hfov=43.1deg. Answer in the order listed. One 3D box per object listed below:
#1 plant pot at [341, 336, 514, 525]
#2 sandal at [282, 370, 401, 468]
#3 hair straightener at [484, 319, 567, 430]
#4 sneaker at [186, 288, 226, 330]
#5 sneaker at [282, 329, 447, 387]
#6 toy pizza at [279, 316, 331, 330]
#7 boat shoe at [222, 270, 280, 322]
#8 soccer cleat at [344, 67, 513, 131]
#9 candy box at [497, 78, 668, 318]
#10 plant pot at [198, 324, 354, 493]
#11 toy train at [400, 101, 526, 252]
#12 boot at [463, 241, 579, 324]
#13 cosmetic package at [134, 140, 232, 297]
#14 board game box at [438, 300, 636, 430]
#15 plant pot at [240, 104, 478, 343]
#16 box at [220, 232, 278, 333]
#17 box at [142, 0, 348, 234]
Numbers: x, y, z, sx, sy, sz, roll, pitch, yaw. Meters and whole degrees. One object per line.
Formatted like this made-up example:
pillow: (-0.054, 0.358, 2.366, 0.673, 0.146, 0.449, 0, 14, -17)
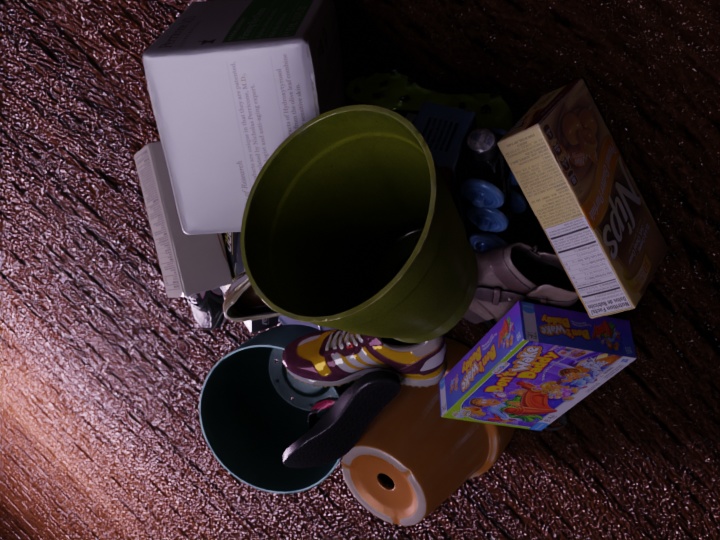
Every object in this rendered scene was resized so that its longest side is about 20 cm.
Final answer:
plant pot: (0.074, 0.217, 1.171, 0.197, 0.183, 0.203, 20, 132, 24)
sandal: (-0.024, 0.170, 1.074, 0.200, 0.074, 0.046, -48, 46, 30)
hair straightener: (0.196, 0.116, 1.115, 0.076, 0.041, 0.202, -15, 115, 43)
sneaker: (-0.252, 0.009, 1.344, 0.079, 0.086, 0.203, 15, 129, 31)
sneaker: (0.001, 0.081, 1.050, 0.196, 0.076, 0.091, -2, 136, 9)
toy pizza: (-0.066, 0.018, 1.246, 0.198, 0.032, 0.203, 22, 133, 25)
boat shoe: (-0.066, 0.014, 1.029, 0.197, 0.069, 0.076, -24, 106, 21)
soccer cleat: (0.070, -0.163, 0.983, 0.197, 0.068, 0.082, 18, 142, 26)
candy box: (0.221, -0.071, 0.892, 0.055, 0.115, 0.202, -19, 108, 45)
plant pot: (-0.091, 0.164, 1.209, 0.197, 0.161, 0.205, 5, 108, 14)
toy train: (0.109, -0.087, 0.948, 0.113, 0.088, 0.201, 18, 159, 20)
boot: (0.194, 0.036, 0.970, 0.197, 0.071, 0.146, 18, 153, -17)
cosmetic package: (-0.239, -0.070, 1.220, 0.103, 0.072, 0.204, -3, 101, 65)
board game box: (0.185, 0.110, 0.992, 0.132, 0.045, 0.201, 10, 146, -17)
plant pot: (0.020, -0.020, 0.869, 0.197, 0.204, 0.193, 9, 165, 32)
box: (-0.158, -0.045, 1.211, 0.161, 0.048, 0.203, 47, 143, 40)
box: (-0.108, -0.173, 0.977, 0.168, 0.200, 0.203, -4, 120, 9)
